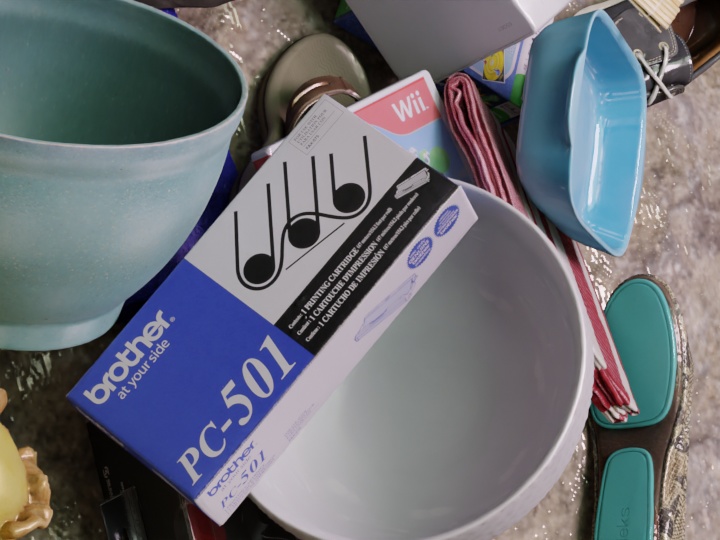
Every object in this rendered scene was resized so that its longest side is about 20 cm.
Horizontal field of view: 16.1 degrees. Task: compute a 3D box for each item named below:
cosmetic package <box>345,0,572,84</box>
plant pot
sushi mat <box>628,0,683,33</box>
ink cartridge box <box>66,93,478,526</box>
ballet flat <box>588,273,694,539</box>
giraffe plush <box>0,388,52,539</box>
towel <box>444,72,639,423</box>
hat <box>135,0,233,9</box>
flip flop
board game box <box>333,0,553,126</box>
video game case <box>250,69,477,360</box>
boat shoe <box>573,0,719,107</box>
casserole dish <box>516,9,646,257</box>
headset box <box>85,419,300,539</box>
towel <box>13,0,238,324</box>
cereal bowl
[{"bbox_3d":[0.066,-0.249,1.491,0.200,0.123,0.199,-43,103,-39],"label":"cosmetic package"},{"bbox_3d":[-0.164,-0.045,1.237,0.200,0.200,0.134,-11,124,-40],"label":"plant pot"},{"bbox_3d":[0.123,-0.231,1.440,0.200,0.012,0.096,42,54,-21],"label":"sushi mat"},{"bbox_3d":[-0.043,0.018,1.252,0.200,0.094,0.044,-51,153,-8],"label":"ink cartridge box"},{"bbox_3d":[0.175,0.106,1.556,0.075,0.068,0.200,24,66,-55],"label":"ballet flat"},{"bbox_3d":[-0.211,0.123,1.195,0.200,0.173,0.162,21,42,-20],"label":"giraffe plush"},{"bbox_3d":[0.105,-0.009,1.470,0.200,0.023,0.144,51,19,-53],"label":"towel"},{"bbox_3d":[-0.094,-0.241,1.360,0.200,0.201,0.081,3,32,-38],"label":"hat"},{"bbox_3d":[-0.022,-0.071,1.428,0.081,0.058,0.200,44,31,-15],"label":"flip flop"},{"bbox_3d":[0.067,-0.207,1.579,0.135,0.034,0.200,30,60,-28],"label":"board game box"},{"bbox_3d":[0.031,0.003,1.399,0.143,0.017,0.200,-30,97,-44],"label":"video game case"},{"bbox_3d":[0.174,-0.133,1.603,0.200,0.068,0.072,-36,129,-43],"label":"boat shoe"},{"bbox_3d":[0.128,-0.078,1.468,0.200,0.039,0.121,35,61,-70],"label":"casserole dish"},{"bbox_3d":[-0.047,0.131,1.355,0.200,0.077,0.149,-9,80,-39],"label":"headset box"},{"bbox_3d":[-0.134,-0.076,1.371,0.148,0.050,0.200,-21,89,-39],"label":"towel"},{"bbox_3d":[0.024,0.056,1.289,0.083,0.200,0.200,55,36,-64],"label":"cereal bowl"}]
